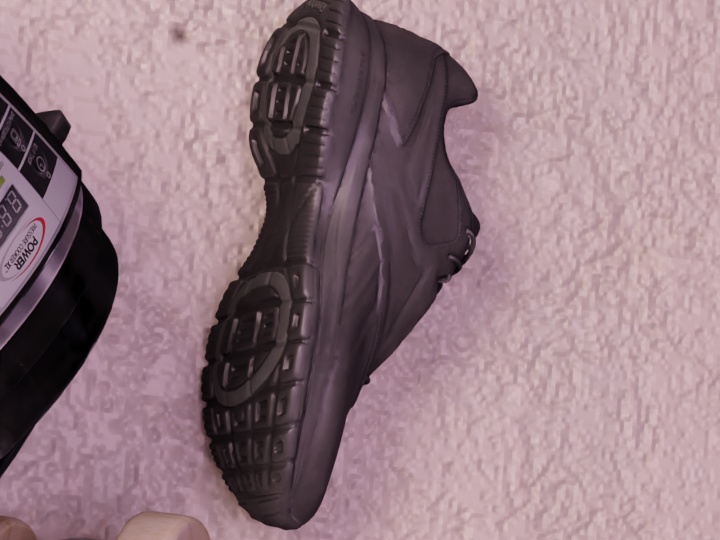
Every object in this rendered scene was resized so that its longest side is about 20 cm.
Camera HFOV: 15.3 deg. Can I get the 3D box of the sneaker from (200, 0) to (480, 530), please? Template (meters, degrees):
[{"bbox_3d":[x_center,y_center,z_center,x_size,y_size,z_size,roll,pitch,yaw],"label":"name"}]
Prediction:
[{"bbox_3d":[0.000,0.000,1.002,0.091,0.076,0.201,16,83,-30],"label":"sneaker"}]

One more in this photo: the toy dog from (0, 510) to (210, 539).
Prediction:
[{"bbox_3d":[-0.108,0.175,0.931,0.200,0.132,0.096,-59,149,-11],"label":"toy dog"}]

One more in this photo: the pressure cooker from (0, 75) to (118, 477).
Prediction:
[{"bbox_3d":[-0.175,-0.005,0.856,0.176,0.179,0.200,-34,117,3],"label":"pressure cooker"}]
